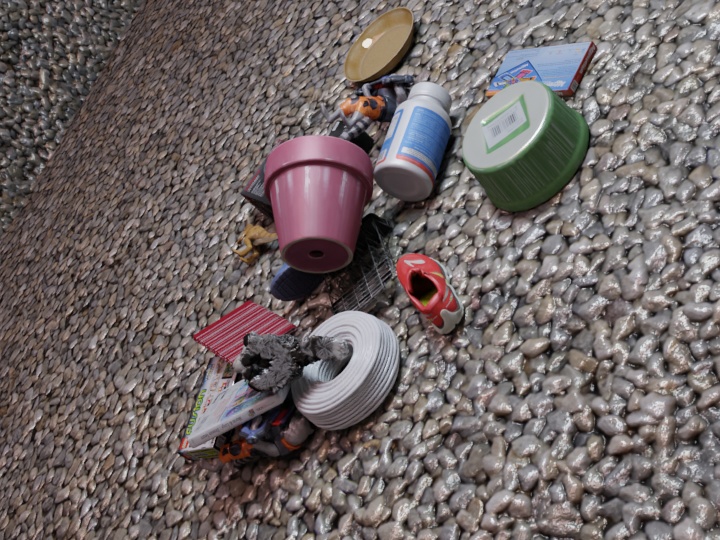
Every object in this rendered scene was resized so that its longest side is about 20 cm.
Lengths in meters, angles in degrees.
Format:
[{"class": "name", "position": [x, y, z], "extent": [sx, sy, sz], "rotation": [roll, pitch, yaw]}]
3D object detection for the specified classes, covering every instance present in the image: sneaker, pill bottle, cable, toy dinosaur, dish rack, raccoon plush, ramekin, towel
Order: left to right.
[{"class": "towel", "position": [-0.221, 0.120, 1.942], "extent": [0.144, 0.023, 0.199], "rotation": [-33, 28, -22]}, {"class": "toy dinosaur", "position": [-0.212, -0.067, 2.120], "extent": [0.199, 0.060, 0.107], "rotation": [15, 69, 55]}, {"class": "raccoon plush", "position": [-0.115, 0.146, 1.672], "extent": [0.134, 0.196, 0.099], "rotation": [-26, -61, -87]}, {"class": "sneaker", "position": [-0.097, -0.025, 1.933], "extent": [0.200, 0.074, 0.082], "rotation": [-46, 33, -7]}, {"class": "cable", "position": [-0.025, 0.158, 1.663], "extent": [0.198, 0.069, 0.202], "rotation": [-20, 41, 37]}, {"class": "dish rack", "position": [0.000, 0.000, 1.807], "extent": [0.153, 0.054, 0.202], "rotation": [-41, 36, 18]}, {"class": "pill bottle", "position": [0.102, -0.236, 1.852], "extent": [0.111, 0.112, 0.203], "rotation": [-9, 52, 46]}, {"class": "sneaker", "position": [0.101, 0.018, 1.635], "extent": [0.077, 0.085, 0.200], "rotation": [-46, 33, 6]}, {"class": "ramekin", "position": [0.257, -0.206, 1.646], "extent": [0.198, 0.097, 0.202], "rotation": [-31, 38, 28]}]

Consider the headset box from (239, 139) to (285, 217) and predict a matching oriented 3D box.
[{"class": "headset box", "position": [-0.154, -0.185, 2.144], "extent": [0.150, 0.077, 0.199], "rotation": [-54, 34, -8]}]

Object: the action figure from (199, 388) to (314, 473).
[{"class": "action figure", "position": [-0.155, 0.269, 1.734], "extent": [0.191, 0.106, 0.200], "rotation": [-14, 18, 34]}]

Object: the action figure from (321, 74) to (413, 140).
[{"class": "action figure", "position": [0.024, -0.311, 1.980], "extent": [0.190, 0.107, 0.199], "rotation": [-16, 8, -19]}]

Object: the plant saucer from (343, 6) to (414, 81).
[{"class": "plant saucer", "position": [0.047, -0.479, 2.219], "extent": [0.199, 0.035, 0.202], "rotation": [-31, 38, 28]}]

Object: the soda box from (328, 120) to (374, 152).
[{"class": "soda box", "position": [-0.056, -0.197, 2.042], "extent": [0.063, 0.071, 0.202], "rotation": [12, 68, 52]}]

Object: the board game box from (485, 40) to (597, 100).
[{"class": "board game box", "position": [0.311, -0.345, 1.786], "extent": [0.198, 0.019, 0.104], "rotation": [9, 64, 53]}]

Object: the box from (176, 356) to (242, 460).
[{"class": "box", "position": [-0.266, 0.248, 1.906], "extent": [0.109, 0.035, 0.203], "rotation": [-16, 47, 42]}]

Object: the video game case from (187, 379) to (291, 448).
[{"class": "video game case", "position": [-0.190, 0.216, 1.744], "extent": [0.180, 0.024, 0.200], "rotation": [-28, 10, 14]}]

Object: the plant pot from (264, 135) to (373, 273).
[{"class": "plant pot", "position": [-0.073, -0.104, 1.789], "extent": [0.198, 0.199, 0.182], "rotation": [-23, 54, 35]}]
